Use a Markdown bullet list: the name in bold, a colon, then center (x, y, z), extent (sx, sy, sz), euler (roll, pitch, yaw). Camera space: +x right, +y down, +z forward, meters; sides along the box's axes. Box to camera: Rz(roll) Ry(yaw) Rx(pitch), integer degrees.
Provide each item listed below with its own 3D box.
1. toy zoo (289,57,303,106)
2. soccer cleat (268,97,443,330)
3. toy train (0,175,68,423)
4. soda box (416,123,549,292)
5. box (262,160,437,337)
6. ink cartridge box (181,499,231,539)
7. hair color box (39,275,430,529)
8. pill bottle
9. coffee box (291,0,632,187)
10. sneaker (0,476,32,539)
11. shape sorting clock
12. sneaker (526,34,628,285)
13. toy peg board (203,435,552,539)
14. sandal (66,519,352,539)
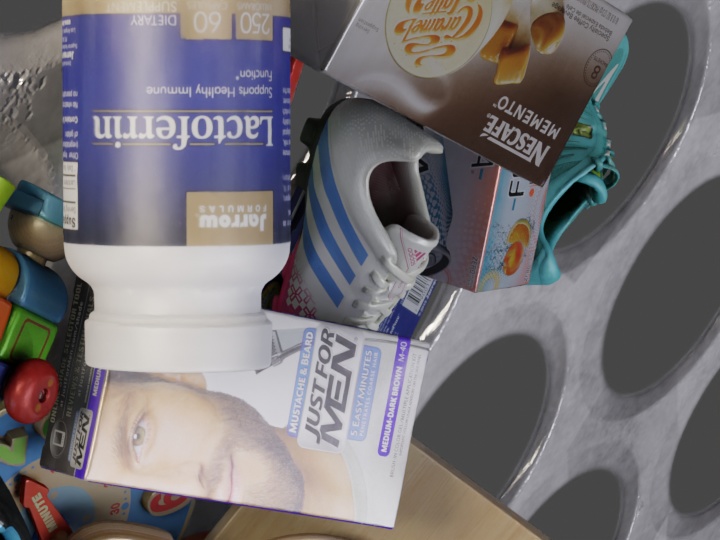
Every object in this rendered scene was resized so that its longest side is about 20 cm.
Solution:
- **toy zoo**: center (-0.071, -0.133, 1.549), extent (0.131, 0.020, 0.200), euler (-14, 128, -52)
- **soccer cleat**: center (0.000, 0.000, 1.637), extent (0.070, 0.086, 0.200), euler (-28, 133, -49)
- **toy train**: center (-0.209, -0.006, 1.405), extent (0.200, 0.085, 0.116), euler (33, 78, -60)
- **soda box**: center (0.078, -0.091, 1.732), extent (0.064, 0.068, 0.200), euler (-7, 111, -54)
- **box**: center (-0.014, 0.001, 1.735), extent (0.121, 0.032, 0.200), euler (-64, 152, -5)
- **ink cartridge box**: center (-0.106, 0.131, 1.711), extent (0.162, 0.050, 0.200), euler (-45, 151, -23)
- **hair color box**: center (-0.067, 0.073, 1.563), extent (0.200, 0.065, 0.110), euler (11, 89, -30)
- **pill bottle**: center (-0.092, -0.051, 1.430), extent (0.116, 0.116, 0.200), euler (-5, 95, -55)
- **coffee box**: center (0.045, -0.138, 1.577), extent (0.200, 0.080, 0.115), euler (26, 95, -47)
- **sneaker**: center (-0.201, 0.179, 1.517), extent (0.073, 0.082, 0.200), euler (-27, 131, -14)
- **shape sorting clock**: center (-0.173, 0.144, 1.595), extent (0.200, 0.039, 0.200), euler (-20, 131, -25)
- **sneaker**: center (0.132, -0.072, 1.840), extent (0.200, 0.080, 0.078), euler (-64, 154, -22)
- **toy peg board**: center (-0.003, 0.188, 1.724), extent (0.200, 0.199, 0.098), euler (-51, -166, 9)
- **sandal**: center (-0.065, 0.192, 1.600), extent (0.211, 0.070, 0.078), euler (11, 113, -27)
